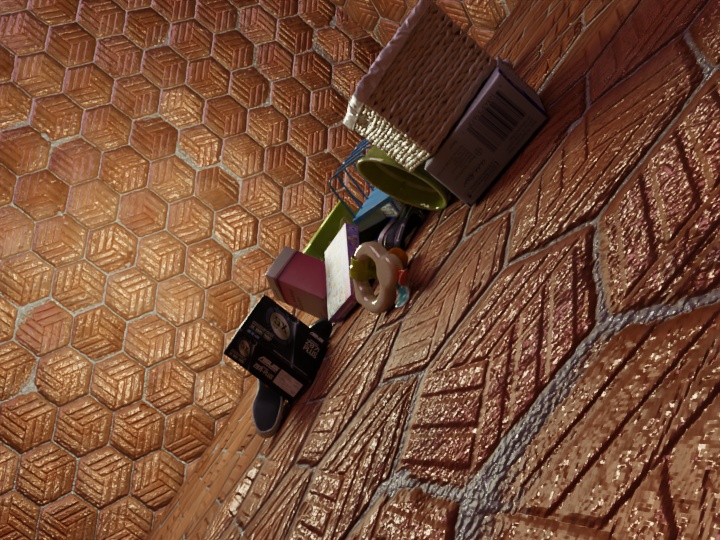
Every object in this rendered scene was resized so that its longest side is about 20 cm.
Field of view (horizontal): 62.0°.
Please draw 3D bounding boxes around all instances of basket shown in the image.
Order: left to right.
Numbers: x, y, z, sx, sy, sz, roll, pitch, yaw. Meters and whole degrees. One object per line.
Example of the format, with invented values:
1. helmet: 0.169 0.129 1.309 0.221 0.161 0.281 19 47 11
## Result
1. basket: 0.089 -0.295 0.993 0.202 0.160 0.198 -53 6 -3

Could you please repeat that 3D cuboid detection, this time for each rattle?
1. rattle: 0.075 0.010 1.054 0.199 0.140 0.134 -11 73 59

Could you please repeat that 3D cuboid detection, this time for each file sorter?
1. file sorter: 0.032 -0.232 1.391 0.137 0.123 0.201 -29 18 35

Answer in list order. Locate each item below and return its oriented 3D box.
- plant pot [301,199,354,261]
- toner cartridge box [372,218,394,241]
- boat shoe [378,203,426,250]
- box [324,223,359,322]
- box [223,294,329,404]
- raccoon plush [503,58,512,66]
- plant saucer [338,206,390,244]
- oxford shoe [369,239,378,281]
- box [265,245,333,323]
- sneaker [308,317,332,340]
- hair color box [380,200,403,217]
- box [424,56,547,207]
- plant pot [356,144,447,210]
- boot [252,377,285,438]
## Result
1. plant pot: -0.067 -0.054 1.813 0.201 0.180 0.200 -56 6 -30
2. toner cartridge box: 0.076 -0.092 1.547 0.201 0.043 0.095 -50 6 35
3. boat shoe: 0.120 -0.115 1.358 0.062 0.073 0.201 21 62 39
4. box: -0.043 0.007 1.486 0.137 0.038 0.204 131 142 -50
5. box: -0.189 0.178 1.380 0.087 0.198 0.164 -50 6 27
6. raccoon plush: 0.347 -0.511 1.557 0.202 0.096 0.134 -55 14 -13
7. plant saucer: 0.029 -0.113 1.618 0.197 0.048 0.201 -30 -19 -22
8. oxford shoe: 0.000 0.000 1.510 0.085 0.072 0.200 -63 8 -34
9. box: -0.142 0.039 1.638 0.110 0.196 0.129 -57 -26 -27
10. sneaker: -0.136 0.191 1.563 0.202 0.059 0.105 -56 10 14
11. hair color box: 0.132 -0.217 1.455 0.200 0.065 0.109 -46 15 -10
12. box: 0.207 -0.234 0.997 0.185 0.104 0.201 -50 8 28
13. plant pot: 0.117 -0.251 1.198 0.188 0.197 0.200 -66 8 -8
14. boot: -0.205 0.324 1.406 0.203 0.070 0.146 -97 0 -46
